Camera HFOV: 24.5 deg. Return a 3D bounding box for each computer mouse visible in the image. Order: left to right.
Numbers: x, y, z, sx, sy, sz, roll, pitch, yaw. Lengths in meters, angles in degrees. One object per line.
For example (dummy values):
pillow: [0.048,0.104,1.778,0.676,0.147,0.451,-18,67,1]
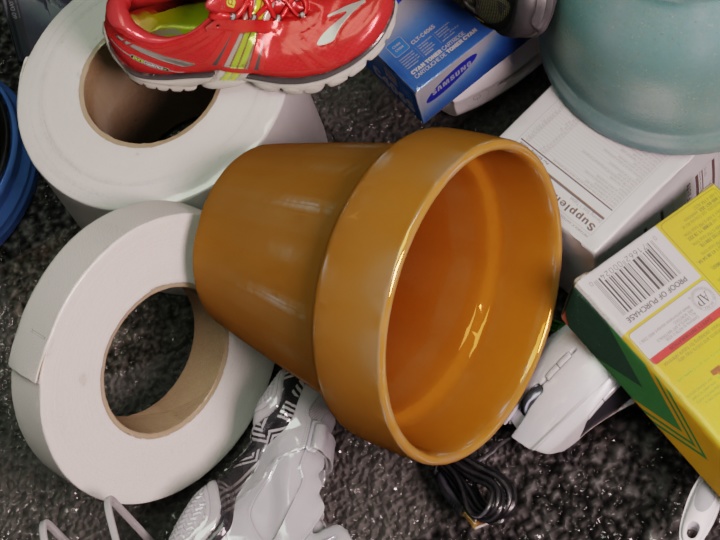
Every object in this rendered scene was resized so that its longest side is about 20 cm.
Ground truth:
computer mouse: [0.124,0.078,1.087,0.199,0.044,0.110,-38,45,1]

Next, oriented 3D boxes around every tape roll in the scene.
tape roll: [-0.139,0.055,1.092,0.037,0.203,0.204,23,70,42]
tape roll: [-0.132,-0.102,1.201,0.200,0.139,0.205,-5,64,9]

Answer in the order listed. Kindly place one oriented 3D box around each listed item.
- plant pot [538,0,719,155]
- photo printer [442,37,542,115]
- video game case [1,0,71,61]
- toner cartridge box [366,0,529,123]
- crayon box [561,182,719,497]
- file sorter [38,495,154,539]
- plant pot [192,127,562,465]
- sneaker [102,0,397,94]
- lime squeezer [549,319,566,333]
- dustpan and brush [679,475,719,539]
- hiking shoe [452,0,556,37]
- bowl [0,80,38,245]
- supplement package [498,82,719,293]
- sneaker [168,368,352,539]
plant pot: [0.206,-0.193,1.048,0.198,0.134,0.202,-4,65,9]
photo printer: [0.069,-0.221,1.252,0.166,0.070,0.200,-42,64,-9]
video game case: [-0.188,-0.230,1.279,0.198,0.144,0.019,0,35,12]
toner cartridge box: [0.089,-0.204,1.176,0.200,0.043,0.095,-40,62,-8]
crayon box: [0.237,0.058,1.030,0.126,0.051,0.200,-32,69,-20]
file sorter: [-0.213,0.246,1.054,0.198,0.139,0.125,-22,59,2]
plant pot: [0.000,0.000,1.047,0.182,0.200,0.201,16,68,34]
sneaker: [-0.074,-0.164,1.092,0.198,0.085,0.078,-8,63,6]
lime squeezer: [0.057,-0.009,1.158,0.199,0.071,0.038,36,57,2]
dustpan and brush: [0.245,0.095,1.066,0.138,0.057,0.201,19,70,20]
hiking shoe: [0.049,-0.204,1.087,0.100,0.076,0.200,-10,34,-28]
bowl: [-0.351,-0.081,1.296,0.198,0.039,0.203,-5,64,10]
supplement package: [0.190,-0.087,1.138,0.200,0.110,0.114,-44,64,-10]
sneaker: [-0.034,0.148,1.100,0.114,0.075,0.201,30,70,15]
